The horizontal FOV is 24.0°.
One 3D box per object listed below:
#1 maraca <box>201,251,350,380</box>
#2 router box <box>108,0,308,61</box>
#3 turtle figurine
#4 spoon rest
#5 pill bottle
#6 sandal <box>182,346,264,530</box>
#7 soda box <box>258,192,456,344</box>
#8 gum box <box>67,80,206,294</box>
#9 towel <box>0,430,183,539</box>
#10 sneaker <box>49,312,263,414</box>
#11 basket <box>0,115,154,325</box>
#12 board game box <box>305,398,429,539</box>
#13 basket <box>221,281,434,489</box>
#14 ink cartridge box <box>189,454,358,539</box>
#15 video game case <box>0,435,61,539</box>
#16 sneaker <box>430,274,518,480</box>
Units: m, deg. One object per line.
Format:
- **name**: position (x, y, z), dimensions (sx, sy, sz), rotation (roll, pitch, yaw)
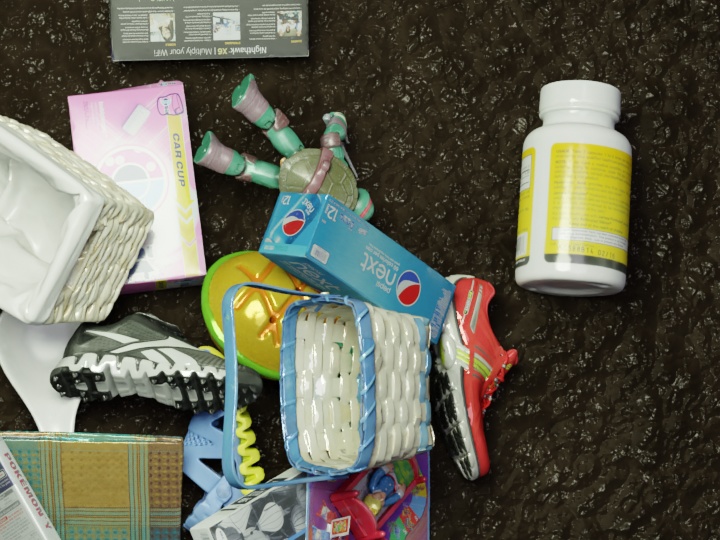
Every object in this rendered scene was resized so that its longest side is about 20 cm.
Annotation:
- **maraca**: position (-0.062, 0.049, 1.631), dimensions (0.198, 0.107, 0.138), rotation (17, 55, -23)
- **router box**: position (-0.150, -0.290, 1.667), dimensions (0.198, 0.052, 0.159), rotation (-2, 108, -8)
- **turtle figurine**: position (-0.053, -0.093, 1.638), dimensions (0.199, 0.101, 0.151), rotation (33, 80, -20)
- **spoon rest**: position (-0.291, 0.115, 1.612), dimensions (0.098, 0.061, 0.202), rotation (-8, 83, -9)
- **pill bottle**: position (0.213, -0.081, 1.683), dimensions (0.110, 0.111, 0.202), rotation (5, 81, -7)
- **sandal**: position (-0.140, 0.173, 1.616), dimensions (0.086, 0.080, 0.202), rotation (-12, 81, -5)
- **soda box**: position (0.000, 0.000, 1.583), dimensions (0.200, 0.067, 0.065), rotation (35, 69, -41)
- **gum box**: position (-0.218, -0.082, 1.649), dimensions (0.112, 0.066, 0.202), rotation (-7, 82, -8)
- **towel**: position (-0.266, 0.216, 1.582), dimensions (0.198, 0.022, 0.148), rotation (2, 114, -6)
- **sneaker**: position (-0.185, 0.079, 1.577), dimensions (0.198, 0.067, 0.091), rotation (4, 54, 8)
- **basket**: position (-0.305, -0.051, 1.558), dimensions (0.199, 0.123, 0.136), rotation (33, 102, 26)
- **board game box**: position (0.021, 0.214, 1.599), dimensions (0.157, 0.039, 0.202), rotation (16, 68, -39)
- **basket**: position (-0.036, 0.106, 1.504), dimensions (0.199, 0.138, 0.178), rotation (7, 81, -39)
- **ink cartridge box**: position (-0.059, 0.240, 1.581), dimensions (0.199, 0.039, 0.100), rotation (-28, 98, -39)
- **video game case**: position (-0.382, 0.227, 1.547), dimensions (0.199, 0.023, 0.183), rotation (-33, 85, 25)
- **sneaker**: position (0.116, 0.102, 1.661), dimensions (0.084, 0.077, 0.202), rotation (-4, 82, -13)
